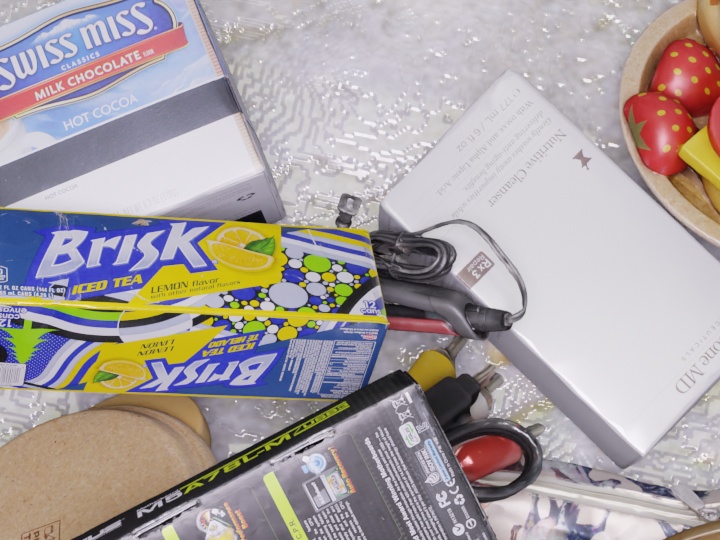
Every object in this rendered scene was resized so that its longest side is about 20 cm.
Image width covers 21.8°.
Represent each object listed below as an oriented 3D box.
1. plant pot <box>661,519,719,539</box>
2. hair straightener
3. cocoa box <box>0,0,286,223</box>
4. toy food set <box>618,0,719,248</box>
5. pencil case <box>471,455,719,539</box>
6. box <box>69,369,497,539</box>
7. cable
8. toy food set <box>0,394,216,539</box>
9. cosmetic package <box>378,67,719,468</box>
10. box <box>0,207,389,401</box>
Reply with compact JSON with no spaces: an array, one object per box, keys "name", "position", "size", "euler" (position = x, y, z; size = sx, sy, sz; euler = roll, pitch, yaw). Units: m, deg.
[{"name":"plant pot","position":[0.202,0.193,0.966],"size":[0.200,0.200,0.028],"euler":[-2,37,1]},{"name":"hair straightener","position":[0.000,0.000,1.002],"size":[0.200,0.041,0.077],"euler":[8,120,33]},{"name":"cocoa box","position":[-0.160,-0.062,1.026],"size":[0.200,0.133,0.131],"euler":[-22,80,-2]},{"name":"toy food set","position":[0.243,-0.086,1.035],"size":[0.198,0.049,0.200],"euler":[43,63,17]},{"name":"pencil case","position":[0.109,0.137,1.006],"size":[0.200,0.090,0.078],"euler":[10,36,4]},{"name":"box","position":[-0.017,0.177,0.882],"size":[0.193,0.048,0.200],"euler":[-28,101,-3]},{"name":"cable","position":[0.012,0.109,0.947],"size":[0.200,0.050,0.097],"euler":[-33,67,-24]},{"name":"toy food set","position":[-0.156,0.155,0.977],"size":[0.198,0.049,0.200],"euler":[-32,42,3]},{"name":"cosmetic package","position":[0.116,0.002,1.034],"size":[0.200,0.081,0.113],"euler":[42,82,9]},{"name":"box","position":[-0.092,0.018,0.933],"size":[0.200,0.064,0.070],"euler":[4,43,-16]}]
